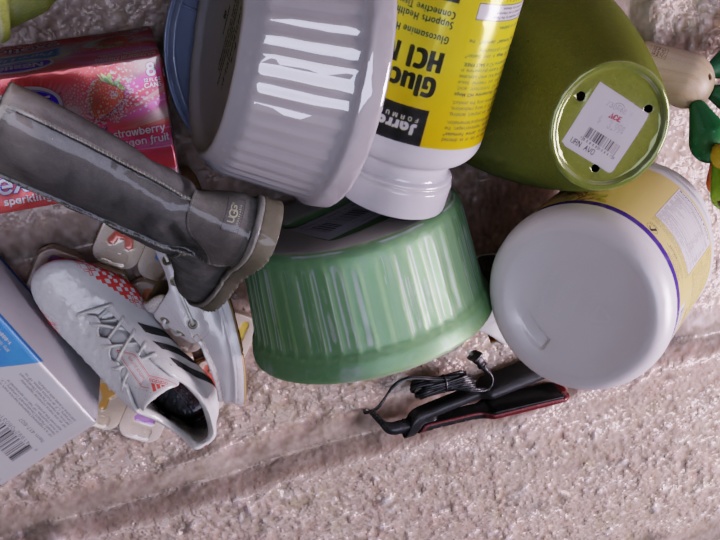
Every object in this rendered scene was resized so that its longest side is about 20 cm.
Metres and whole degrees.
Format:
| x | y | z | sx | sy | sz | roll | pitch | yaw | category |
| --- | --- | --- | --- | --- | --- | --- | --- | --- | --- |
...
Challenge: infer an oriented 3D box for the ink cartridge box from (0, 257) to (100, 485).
| x | y | z | sx | sy | sz | roll | pitch | yaw | category |
| --- | --- | --- | --- | --- | --- | --- | --- | --- | --- |
| -0.330 | 0.104 | 0.911 | 0.199 | 0.085 | 0.147 | -32 | 117 | 7 | ink cartridge box |

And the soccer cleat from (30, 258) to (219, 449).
| x | y | z | sx | sy | sz | roll | pitch | yaw | category |
| --- | --- | --- | --- | --- | --- | --- | --- | --- | --- |
| -0.185 | 0.068 | 0.925 | 0.068 | 0.085 | 0.200 | -39 | 117 | 4 | soccer cleat |

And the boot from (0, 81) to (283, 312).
| x | y | z | sx | sy | sz | roll | pitch | yaw | category |
| --- | --- | --- | --- | --- | --- | --- | --- | --- | --- |
| -0.168 | -0.044 | 0.787 | 0.198 | 0.182 | 0.073 | 16 | 64 | -19 | boot |

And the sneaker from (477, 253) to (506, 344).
| x | y | z | sx | sy | sz | roll | pitch | yaw | category |
| --- | --- | --- | --- | --- | --- | --- | --- | --- | --- |
| 0.161 | 0.029 | 1.042 | 0.198 | 0.074 | 0.085 | 8 | 146 | -27 | sneaker |

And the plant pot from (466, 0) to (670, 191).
| x | y | z | sx | sy | sz | roll | pitch | yaw | category |
| --- | --- | --- | --- | --- | --- | --- | --- | --- | --- |
| 0.150 | -0.137 | 0.878 | 0.185 | 0.200 | 0.189 | -6 | 115 | -13 | plant pot |

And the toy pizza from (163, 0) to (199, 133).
| x | y | z | sx | sy | sz | roll | pitch | yaw | category |
| --- | --- | --- | --- | --- | --- | --- | --- | --- | --- |
| -0.059 | -0.170 | 0.884 | 0.198 | 0.032 | 0.203 | -7 | 105 | -26 | toy pizza |

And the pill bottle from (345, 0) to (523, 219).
| x | y | z | sx | sy | sz | roll | pitch | yaw | category |
| --- | --- | --- | --- | --- | --- | --- | --- | --- | --- |
| 0.043 | -0.144 | 0.799 | 0.111 | 0.113 | 0.202 | 5 | 118 | -17 | pill bottle |

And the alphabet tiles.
| x | y | z | sx | sy | sz | roll | pitch | yaw | category |
| --- | --- | --- | --- | --- | --- | --- | --- | --- | --- |
| -0.192 | 0.053 | 0.973 | 0.198 | 0.015 | 0.197 | 21 | 106 | -22 | alphabet tiles |

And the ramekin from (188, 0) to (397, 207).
| x | y | z | sx | sy | sz | roll | pitch | yaw | category |
| --- | --- | --- | --- | --- | --- | --- | --- | --- | --- |
| -0.054 | -0.149 | 0.766 | 0.093 | 0.203 | 0.205 | 6 | 112 | -19 | ramekin |

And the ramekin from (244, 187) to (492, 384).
| x | y | z | sx | sy | sz | roll | pitch | yaw | category |
| --- | --- | --- | --- | --- | --- | --- | --- | --- | --- |
| 0.000 | 0.000 | 0.904 | 0.198 | 0.200 | 0.099 | -17 | 109 | -7 | ramekin |

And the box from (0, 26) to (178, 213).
| x | y | z | sx | sy | sz | roll | pitch | yaw | category |
| --- | --- | --- | --- | --- | --- | --- | --- | --- | --- |
| -0.240 | -0.109 | 0.843 | 0.197 | 0.095 | 0.104 | -10 | 115 | -11 | box |

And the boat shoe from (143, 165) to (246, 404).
| x | y | z | sx | sy | sz | roll | pitch | yaw | category |
| --- | --- | --- | --- | --- | --- | --- | --- | --- | --- |
| -0.142 | 0.020 | 0.929 | 0.069 | 0.071 | 0.202 | -17 | 102 | -11 | boat shoe |

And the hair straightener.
| x | y | z | sx | sy | sz | roll | pitch | yaw | category |
| --- | --- | --- | --- | --- | --- | --- | --- | --- | --- |
| 0.098 | 0.104 | 1.067 | 0.197 | 0.041 | 0.078 | -11 | 115 | -6 | hair straightener |

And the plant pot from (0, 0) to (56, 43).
| x | y | z | sx | sy | sz | roll | pitch | yaw | category |
| --- | --- | --- | --- | --- | --- | --- | --- | --- | --- |
| -0.181 | -0.272 | 0.750 | 0.182 | 0.200 | 0.203 | -20 | 118 | -19 | plant pot |

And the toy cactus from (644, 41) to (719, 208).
| x | y | z | sx | sy | sz | roll | pitch | yaw | category |
| --- | --- | --- | --- | --- | --- | --- | --- | --- | --- |
| 0.308 | -0.145 | 0.956 | 0.163 | 0.102 | 0.202 | 24 | 77 | 4 | toy cactus |

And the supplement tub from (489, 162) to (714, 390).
| x | y | z | sx | sy | sz | roll | pitch | yaw | category |
| --- | --- | --- | --- | --- | --- | --- | --- | --- | --- |
| 0.202 | -0.005 | 0.923 | 0.144 | 0.200 | 0.147 | 10 | 113 | 25 | supplement tub |
